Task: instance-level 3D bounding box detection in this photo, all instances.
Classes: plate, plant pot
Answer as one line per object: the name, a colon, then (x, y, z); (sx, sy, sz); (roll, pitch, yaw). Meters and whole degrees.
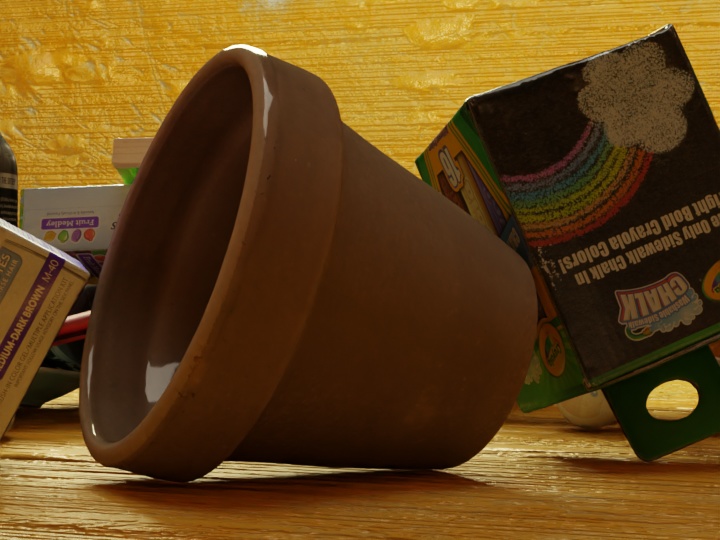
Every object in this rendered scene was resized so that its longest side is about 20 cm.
plate: (-0.278, 0.073, 1.088); (0.199, 0.026, 0.200); (5, -8, 1)
plant pot: (-0.017, 0.019, 0.775); (0.174, 0.201, 0.200); (21, -8, -23)

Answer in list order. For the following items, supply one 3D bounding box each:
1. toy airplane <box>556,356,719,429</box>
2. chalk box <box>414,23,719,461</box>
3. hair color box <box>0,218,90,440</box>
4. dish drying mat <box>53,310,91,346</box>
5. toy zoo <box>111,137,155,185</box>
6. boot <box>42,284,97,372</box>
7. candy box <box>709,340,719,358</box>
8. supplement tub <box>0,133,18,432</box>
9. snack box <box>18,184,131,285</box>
toy airplane: (0.162, 0.043, 1.037); (0.199, 0.142, 0.200); (41, -27, -21)
chalk box: (0.131, -0.003, 0.860); (0.124, 0.201, 0.124); (-21, -5, -13)
hair color box: (-0.244, -0.001, 0.795); (0.199, 0.110, 0.065); (29, -2, -14)
dish drying mat: (-0.137, 0.027, 1.044); (0.199, 0.018, 0.077); (-15, -1, -17)
toy zoo: (-0.095, -0.051, 1.198); (0.130, 0.021, 0.200); (0, -18, 6)
boot: (-0.227, 0.044, 1.184); (0.150, 0.074, 0.200); (6, -7, 17)
candy box: (0.237, -0.004, 1.093); (0.115, 0.201, 0.055); (26, 60, 37)
supplement tub: (-0.256, -0.006, 0.931); (0.122, 0.201, 0.123); (1, 0, 0)
snack box: (-0.129, -0.016, 1.184); (0.199, 0.053, 0.142); (-2, -17, 8)
